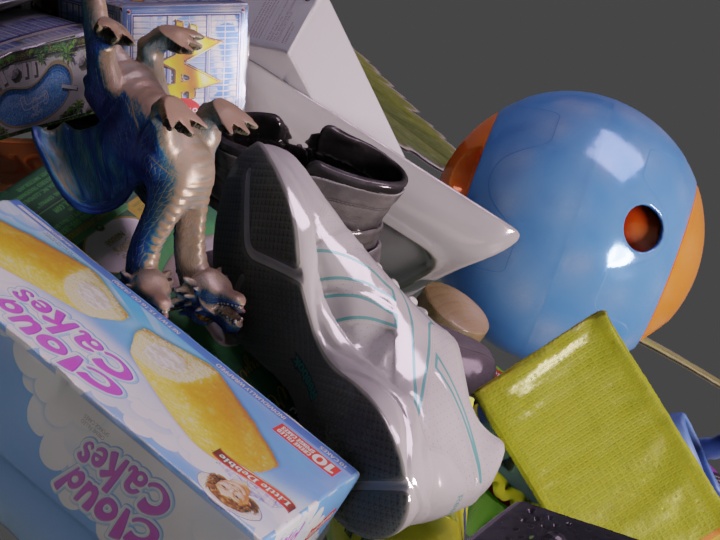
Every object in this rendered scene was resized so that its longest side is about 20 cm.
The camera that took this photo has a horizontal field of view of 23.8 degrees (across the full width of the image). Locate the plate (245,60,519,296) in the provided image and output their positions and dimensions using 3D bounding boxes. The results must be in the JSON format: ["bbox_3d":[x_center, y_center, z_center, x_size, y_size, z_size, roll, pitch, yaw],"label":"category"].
[{"bbox_3d":[-0.029,-0.037,1.056,0.199,0.032,0.200,31,-23,-14],"label":"plate"}]

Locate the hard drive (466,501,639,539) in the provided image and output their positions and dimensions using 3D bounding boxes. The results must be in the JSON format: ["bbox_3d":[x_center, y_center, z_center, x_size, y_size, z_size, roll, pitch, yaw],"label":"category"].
[{"bbox_3d":[0.078,0.163,0.680,0.134,0.043,0.200,16,24,23],"label":"hard drive"}]

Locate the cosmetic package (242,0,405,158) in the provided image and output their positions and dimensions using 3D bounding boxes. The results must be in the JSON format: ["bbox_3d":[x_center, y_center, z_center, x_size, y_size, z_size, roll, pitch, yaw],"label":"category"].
[{"bbox_3d":[-0.065,-0.104,1.056,0.150,0.052,0.200,17,-24,28],"label":"cosmetic package"}]

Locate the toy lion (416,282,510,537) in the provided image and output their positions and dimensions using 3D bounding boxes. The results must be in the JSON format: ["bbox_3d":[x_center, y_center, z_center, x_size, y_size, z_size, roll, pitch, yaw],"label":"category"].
[{"bbox_3d":[0.089,0.110,0.988,0.200,0.069,0.192,35,23,1],"label":"toy lion"}]

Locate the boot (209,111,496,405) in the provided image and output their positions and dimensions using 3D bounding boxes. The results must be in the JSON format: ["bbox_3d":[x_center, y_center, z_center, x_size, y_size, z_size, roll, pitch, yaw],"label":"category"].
[{"bbox_3d":[0.000,0.000,0.911,0.199,0.132,0.070,16,32,-15],"label":"boot"}]

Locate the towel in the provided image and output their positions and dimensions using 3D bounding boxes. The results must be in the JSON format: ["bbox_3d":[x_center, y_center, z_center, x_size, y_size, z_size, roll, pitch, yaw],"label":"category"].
[{"bbox_3d":[0.143,0.125,0.872,0.201,0.086,0.018,58,-15,-1],"label":"towel"}]

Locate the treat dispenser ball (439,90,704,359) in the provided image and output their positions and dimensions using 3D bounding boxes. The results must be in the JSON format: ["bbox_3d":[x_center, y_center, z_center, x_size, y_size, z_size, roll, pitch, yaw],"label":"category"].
[{"bbox_3d":[0.151,-0.030,1.257,0.200,0.201,0.201,32,15,-10],"label":"treat dispenser ball"}]

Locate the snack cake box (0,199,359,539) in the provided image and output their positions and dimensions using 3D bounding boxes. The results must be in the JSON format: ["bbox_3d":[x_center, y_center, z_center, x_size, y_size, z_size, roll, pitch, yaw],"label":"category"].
[{"bbox_3d":[-0.110,0.058,0.694,0.200,0.067,0.115,38,15,11],"label":"snack cake box"}]

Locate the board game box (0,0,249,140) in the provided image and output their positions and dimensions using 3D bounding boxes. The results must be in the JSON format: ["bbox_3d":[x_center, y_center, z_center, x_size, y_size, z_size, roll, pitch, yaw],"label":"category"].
[{"bbox_3d":[-0.166,-0.121,0.887,0.199,0.062,0.200,18,27,33],"label":"board game box"}]

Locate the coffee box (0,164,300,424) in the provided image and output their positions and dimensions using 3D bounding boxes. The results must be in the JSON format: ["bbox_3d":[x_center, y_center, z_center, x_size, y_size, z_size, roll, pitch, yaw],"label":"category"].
[{"bbox_3d":[-0.088,0.024,0.817,0.200,0.044,0.123,36,39,8],"label":"coffee box"}]

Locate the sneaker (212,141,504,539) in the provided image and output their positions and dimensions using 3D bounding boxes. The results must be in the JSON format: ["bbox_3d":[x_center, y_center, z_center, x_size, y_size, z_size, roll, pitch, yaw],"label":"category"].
[{"bbox_3d":[-0.005,0.029,0.781,0.080,0.070,0.201,-5,59,-41],"label":"sneaker"}]

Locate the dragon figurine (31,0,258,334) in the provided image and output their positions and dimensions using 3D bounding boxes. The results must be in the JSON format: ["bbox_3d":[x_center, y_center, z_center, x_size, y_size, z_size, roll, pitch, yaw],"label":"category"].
[{"bbox_3d":[-0.108,-0.061,0.782,0.059,0.100,0.200,-7,52,-48],"label":"dragon figurine"}]

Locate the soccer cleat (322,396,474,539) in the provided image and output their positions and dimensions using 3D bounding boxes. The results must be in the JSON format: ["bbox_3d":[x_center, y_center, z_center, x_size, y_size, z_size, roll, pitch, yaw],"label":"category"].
[{"bbox_3d":[0.027,0.100,0.824,0.065,0.084,0.200,31,15,-11],"label":"soccer cleat"}]

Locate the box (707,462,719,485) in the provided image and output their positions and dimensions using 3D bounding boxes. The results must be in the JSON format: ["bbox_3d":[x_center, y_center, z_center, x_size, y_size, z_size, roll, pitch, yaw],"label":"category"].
[{"bbox_3d":[0.232,0.180,1.113,0.143,0.036,0.200,17,22,-46],"label":"box"}]

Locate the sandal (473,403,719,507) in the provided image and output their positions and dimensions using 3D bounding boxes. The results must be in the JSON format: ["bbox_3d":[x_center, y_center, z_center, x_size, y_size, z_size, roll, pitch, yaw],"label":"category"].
[{"bbox_3d":[0.149,0.104,0.921,0.199,0.087,0.080,21,35,-21],"label":"sandal"}]

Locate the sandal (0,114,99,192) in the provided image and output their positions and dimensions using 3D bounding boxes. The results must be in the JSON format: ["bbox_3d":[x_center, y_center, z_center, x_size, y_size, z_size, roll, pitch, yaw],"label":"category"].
[{"bbox_3d":[-0.147,-0.067,0.920,0.206,0.059,0.079,-3,36,-41],"label":"sandal"}]
